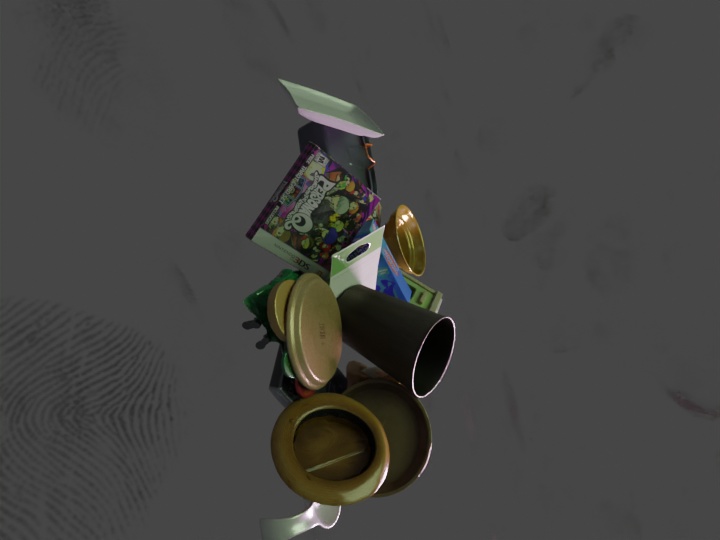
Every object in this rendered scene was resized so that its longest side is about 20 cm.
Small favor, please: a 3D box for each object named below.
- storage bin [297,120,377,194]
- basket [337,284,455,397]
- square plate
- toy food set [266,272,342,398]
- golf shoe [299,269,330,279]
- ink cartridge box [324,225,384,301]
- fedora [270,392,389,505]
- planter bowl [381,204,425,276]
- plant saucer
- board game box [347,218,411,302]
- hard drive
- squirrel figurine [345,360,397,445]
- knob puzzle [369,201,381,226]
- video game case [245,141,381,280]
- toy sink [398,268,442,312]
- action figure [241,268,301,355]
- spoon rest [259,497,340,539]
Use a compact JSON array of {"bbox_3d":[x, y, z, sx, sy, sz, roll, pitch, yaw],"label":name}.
[{"bbox_3d":[-0.053,-0.245,1.172,0.134,0.145,0.201,5,72,-53],"label":"storage bin"},{"bbox_3d":[0.054,0.116,0.971,0.136,0.199,0.181,-45,144,-29],"label":"basket"},{"bbox_3d":[-0.068,-0.339,1.115,0.197,0.029,0.200,11,29,-28],"label":"square plate"},{"bbox_3d":[-0.084,0.104,0.875,0.200,0.048,0.199,-30,112,-69],"label":"toy food set"},{"bbox_3d":[-0.084,-0.040,1.036,0.201,0.092,0.073,64,24,-26],"label":"golf shoe"},{"bbox_3d":[-0.025,0.013,1.012,0.145,0.048,0.201,-32,141,-38],"label":"ink cartridge box"},{"bbox_3d":[-0.053,0.296,0.852,0.199,0.082,0.201,14,44,-14],"label":"fedora"},{"bbox_3d":[0.104,-0.074,1.450,0.200,0.083,0.201,41,42,-51],"label":"planter bowl"},{"bbox_3d":[0.029,0.296,0.939,0.029,0.199,0.201,132,-50,-75],"label":"plant saucer"},{"bbox_3d":[0.000,0.000,1.118,0.201,0.151,0.045,60,30,-28],"label":"board game box"},{"bbox_3d":[-0.090,0.208,0.948,0.200,0.042,0.135,53,33,-41],"label":"hard drive"},{"bbox_3d":[0.035,0.300,1.057,0.200,0.141,0.188,-64,154,-78],"label":"squirrel figurine"},{"bbox_3d":[0.017,-0.179,1.372,0.220,0.030,0.221,42,41,-50],"label":"knob puzzle"},{"bbox_3d":[-0.081,-0.098,0.955,0.181,0.200,0.036,34,2,-40],"label":"video game case"},{"bbox_3d":[0.120,0.097,1.245,0.199,0.112,0.130,32,31,5],"label":"toy sink"},{"bbox_3d":[-0.140,0.053,0.916,0.119,0.054,0.200,64,24,-20],"label":"action figure"},{"bbox_3d":[-0.080,0.386,0.857,0.200,0.060,0.100,0,77,-63],"label":"spoon rest"}]
